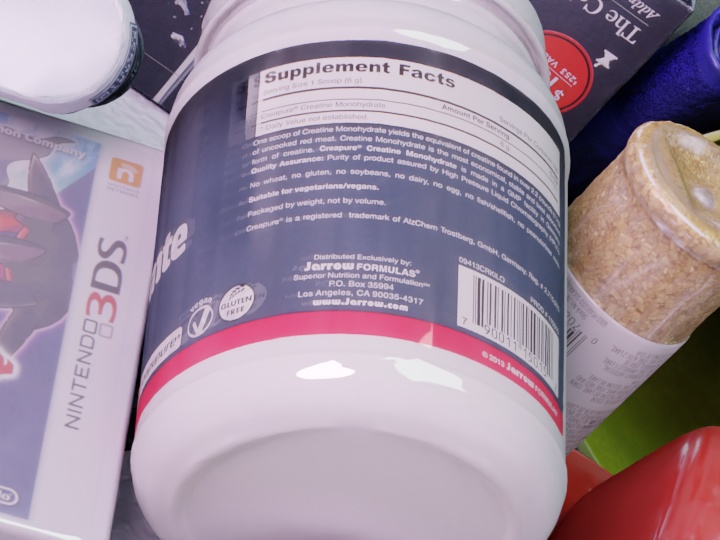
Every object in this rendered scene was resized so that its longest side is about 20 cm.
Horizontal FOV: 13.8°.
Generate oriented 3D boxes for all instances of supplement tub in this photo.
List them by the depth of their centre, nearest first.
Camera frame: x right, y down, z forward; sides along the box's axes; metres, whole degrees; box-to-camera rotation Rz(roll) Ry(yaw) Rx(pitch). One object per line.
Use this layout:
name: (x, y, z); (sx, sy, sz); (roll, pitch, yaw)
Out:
supplement tub: (0.000, 0.000, 0.994); (0.140, 0.140, 0.200); (25, 48, -26)

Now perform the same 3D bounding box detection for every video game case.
video game case: (-0.167, 0.000, 0.970); (0.200, 0.023, 0.182); (17, 46, -12)

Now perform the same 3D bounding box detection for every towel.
towel: (0.150, -0.079, 1.302); (0.148, 0.200, 0.050); (-11, 78, -33)

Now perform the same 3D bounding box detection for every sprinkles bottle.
sprinkles bottle: (0.066, 0.033, 1.089); (0.068, 0.200, 0.068); (29, 34, -22)

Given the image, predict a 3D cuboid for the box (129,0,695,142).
box: (0.011, -0.126, 1.241); (0.200, 0.182, 0.104); (34, 33, -12)

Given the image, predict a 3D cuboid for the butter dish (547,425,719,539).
butter dish: (0.157, 0.137, 1.117); (0.200, 0.148, 0.199); (40, 32, -5)

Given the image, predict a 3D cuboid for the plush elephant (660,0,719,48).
plush elephant: (0.125, -0.181, 1.392); (0.165, 0.200, 0.155); (-24, 108, -51)

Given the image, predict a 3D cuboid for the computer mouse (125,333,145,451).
computer mouse: (-0.083, 0.029, 1.057); (0.200, 0.053, 0.139); (-2, 57, -37)

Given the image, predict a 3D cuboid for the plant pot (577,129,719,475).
plant pot: (0.191, 0.014, 1.304); (0.187, 0.187, 0.200); (43, 16, 2)

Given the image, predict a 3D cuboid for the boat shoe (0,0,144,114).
boat shoe: (-0.168, -0.109, 1.035); (0.200, 0.071, 0.091); (28, -1, 1)
